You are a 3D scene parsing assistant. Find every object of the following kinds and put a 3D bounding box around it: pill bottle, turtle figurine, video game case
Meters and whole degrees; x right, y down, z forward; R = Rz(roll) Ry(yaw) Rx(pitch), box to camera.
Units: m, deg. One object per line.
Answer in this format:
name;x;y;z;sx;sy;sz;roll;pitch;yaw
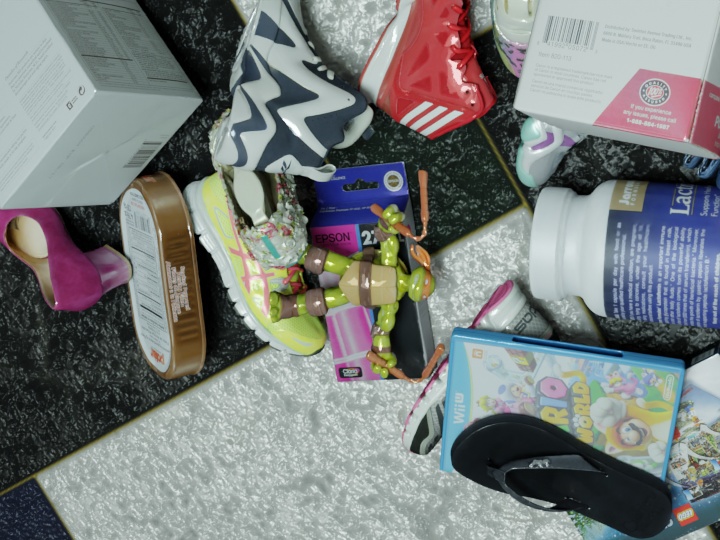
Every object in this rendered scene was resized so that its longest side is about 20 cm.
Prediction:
pill bottle;0.245;-0.015;1.063;0.197;0.116;0.117;5;108;18
turtle figurine;0.000;0.000;1.146;0.159;0.065;0.203;4;115;7
video game case;0.172;0.128;1.120;0.197;0.018;0.145;8;118;10

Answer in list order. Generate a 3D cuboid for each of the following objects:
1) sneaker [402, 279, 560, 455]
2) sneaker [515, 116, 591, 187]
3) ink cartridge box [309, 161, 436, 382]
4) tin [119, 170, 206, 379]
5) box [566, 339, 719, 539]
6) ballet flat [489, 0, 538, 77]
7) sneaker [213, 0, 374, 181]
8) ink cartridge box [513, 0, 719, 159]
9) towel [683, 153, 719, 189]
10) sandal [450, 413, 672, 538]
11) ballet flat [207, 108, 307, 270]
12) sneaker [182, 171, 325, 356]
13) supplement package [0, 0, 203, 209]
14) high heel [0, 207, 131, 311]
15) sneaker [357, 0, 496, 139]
sneaker;0.112;0.107;1.173;0.087;0.074;0.201;36;116;3
sneaker;0.219;-0.137;1.055;0.139;0.078;0.202;28;114;10
ink cartridge box;0.009;0.004;1.201;0.093;0.037;0.203;-4;103;21
tin;-0.192;0.007;1.239;0.112;0.041;0.203;24;123;61
box;0.268;0.169;1.155;0.199;0.038;0.138;-30;95;25
ballet flat;0.140;-0.252;1.050;0.068;0.071;0.203;10;110;12
sneaker;-0.044;-0.163;1.119;0.128;0.201;0.080;19;144;-15
ink cartridge box;0.213;-0.198;0.948;0.145;0.082;0.203;16;94;34
towel;0.318;-0.162;0.993;0.048;0.111;0.202;28;114;24
sandal;0.174;0.180;1.111;0.198;0.043;0.077;17;119;4
ballet flat;-0.095;-0.088;1.135;0.075;0.064;0.201;-32;52;7
sneaker;-0.084;-0.012;1.205;0.090;0.078;0.201;-32;94;23
supplement package;-0.278;-0.182;1.154;0.152;0.150;0.201;-42;73;26
high heel;-0.324;-0.015;1.264;0.199;0.096;0.068;29;123;26
sneaker;0.085;-0.201;1.082;0.115;0.078;0.201;35;128;12
